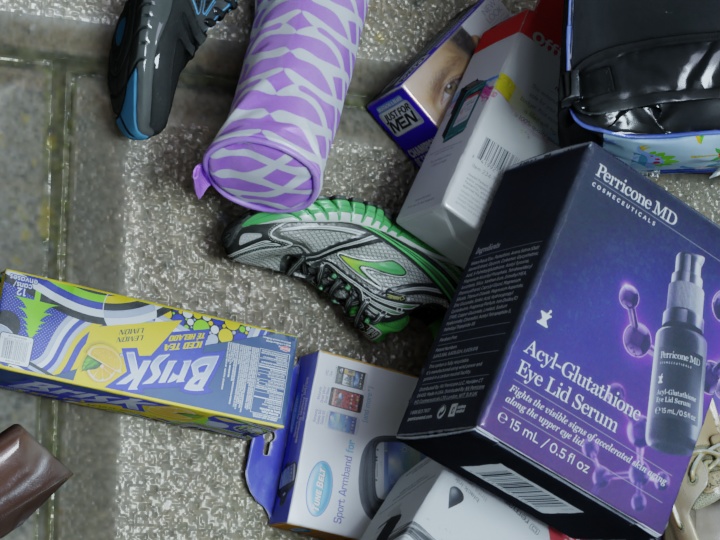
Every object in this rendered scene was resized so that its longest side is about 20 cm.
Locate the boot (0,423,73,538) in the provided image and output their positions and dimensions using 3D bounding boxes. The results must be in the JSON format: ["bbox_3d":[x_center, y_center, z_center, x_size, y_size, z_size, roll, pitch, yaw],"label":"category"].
[{"bbox_3d":[-0.262,0.136,1.206,0.199,0.187,0.064,-29,70,-23],"label":"boot"}]

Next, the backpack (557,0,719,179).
[{"bbox_3d":[0.228,-0.149,1.322,0.198,0.147,0.184,2,77,6],"label":"backpack"}]

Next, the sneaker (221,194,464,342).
[{"bbox_3d":[0.000,0.000,1.395,0.199,0.078,0.086,12,77,-23],"label":"sneaker"}]

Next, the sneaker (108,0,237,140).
[{"bbox_3d":[-0.114,-0.179,1.377,0.081,0.073,0.201,16,76,-23],"label":"sneaker"}]

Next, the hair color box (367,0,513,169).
[{"bbox_3d":[0.113,-0.083,1.469,0.200,0.065,0.109,48,65,-8],"label":"hair color box"}]

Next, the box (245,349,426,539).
[{"bbox_3d":[0.023,0.131,1.405,0.199,0.041,0.120,16,75,-23],"label":"box"}]

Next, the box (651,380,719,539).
[{"bbox_3d":[0.227,0.113,1.464,0.148,0.104,0.201,34,70,-15],"label":"box"}]

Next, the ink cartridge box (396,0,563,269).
[{"bbox_3d":[0.121,-0.091,1.400,0.116,0.067,0.201,34,67,-19],"label":"ink cartridge box"}]

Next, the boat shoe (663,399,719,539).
[{"bbox_3d":[0.227,0.140,1.366,0.072,0.065,0.202,-9,85,-24],"label":"boat shoe"}]

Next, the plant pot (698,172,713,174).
[{"bbox_3d":[0.295,-0.150,1.497,0.197,0.200,0.202,-3,82,-19],"label":"plant pot"}]

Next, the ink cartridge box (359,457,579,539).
[{"bbox_3d":[0.061,0.217,1.290,0.144,0.084,0.200,45,39,-6],"label":"ink cartridge box"}]

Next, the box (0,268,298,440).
[{"bbox_3d":[-0.147,0.056,1.323,0.199,0.070,0.065,15,73,-21],"label":"box"}]

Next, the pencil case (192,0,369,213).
[{"bbox_3d":[-0.049,-0.132,1.363,0.085,0.084,0.201,6,52,9],"label":"pencil case"}]

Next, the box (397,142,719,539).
[{"bbox_3d":[0.137,0.046,1.282,0.147,0.104,0.201,29,71,-21],"label":"box"}]
